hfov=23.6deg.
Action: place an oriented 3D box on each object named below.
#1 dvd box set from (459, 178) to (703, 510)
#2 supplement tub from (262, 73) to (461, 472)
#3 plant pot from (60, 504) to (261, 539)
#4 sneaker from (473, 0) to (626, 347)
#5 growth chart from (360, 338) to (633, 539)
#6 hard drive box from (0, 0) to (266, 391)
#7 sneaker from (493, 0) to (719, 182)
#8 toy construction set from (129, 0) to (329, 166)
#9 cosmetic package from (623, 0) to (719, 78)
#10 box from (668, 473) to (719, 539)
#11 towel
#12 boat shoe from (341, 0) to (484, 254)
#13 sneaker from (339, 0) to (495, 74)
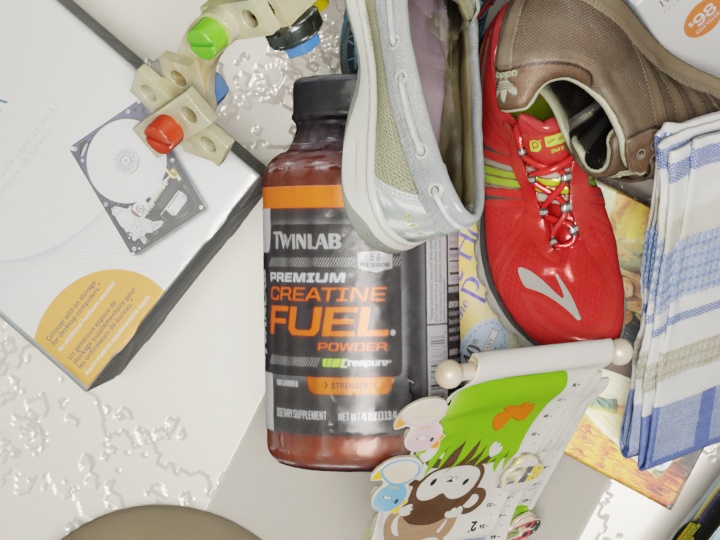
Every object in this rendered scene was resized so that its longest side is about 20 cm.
[{"bbox_3d":[0.119,0.022,0.964,0.199,0.029,0.147,28,93,4],"label":"dvd box set"},{"bbox_3d":[0.000,0.000,0.905,0.106,0.107,0.202,-1,91,6],"label":"supplement tub"},{"bbox_3d":[-0.122,0.241,0.949,0.198,0.134,0.203,0,92,6],"label":"plant pot"},{"bbox_3d":[0.094,-0.050,0.899,0.076,0.085,0.202,-10,73,-5],"label":"sneaker"},{"bbox_3d":[0.062,0.105,0.890,0.018,0.144,0.201,54,142,34],"label":"growth chart"},{"bbox_3d":[-0.173,-0.057,0.967,0.200,0.077,0.156,39,95,3],"label":"hard drive box"},{"bbox_3d":[0.138,-0.071,0.863,0.199,0.070,0.076,31,74,-31],"label":"sneaker"},{"bbox_3d":[-0.052,-0.150,0.895,0.092,0.130,0.201,46,59,-35],"label":"toy construction set"},{"bbox_3d":[0.227,-0.178,0.885,0.200,0.151,0.052,-43,51,6],"label":"cosmetic package"},{"bbox_3d":[0.221,0.192,0.942,0.136,0.040,0.201,35,96,-15],"label":"box"},{"bbox_3d":[0.201,0.001,0.888,0.146,0.024,0.202,-16,125,-25],"label":"towel"},{"bbox_3d":[0.034,-0.109,0.835,0.064,0.074,0.204,-12,63,40],"label":"boat shoe"},{"bbox_3d":[0.050,-0.175,0.929,0.079,0.096,0.201,35,96,4],"label":"sneaker"}]
